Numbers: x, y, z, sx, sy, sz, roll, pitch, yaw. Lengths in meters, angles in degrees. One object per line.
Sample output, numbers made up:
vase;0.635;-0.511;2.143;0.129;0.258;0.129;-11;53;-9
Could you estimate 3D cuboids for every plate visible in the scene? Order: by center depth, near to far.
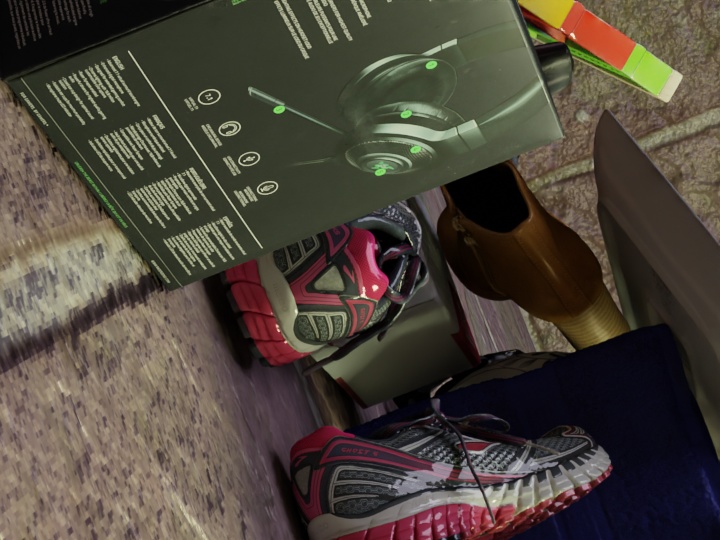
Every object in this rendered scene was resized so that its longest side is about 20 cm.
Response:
plate;0.187;0.036;1.219;0.200;0.032;0.200;59;-7;43

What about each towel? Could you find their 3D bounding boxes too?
towel;0.099;0.127;1.183;0.050;0.200;0.148;94;-22;-77

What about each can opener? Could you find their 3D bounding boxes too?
can opener;0.083;-0.083;1.347;0.200;0.078;0.064;112;-31;-73

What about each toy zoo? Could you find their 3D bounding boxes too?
toy zoo;0.086;-0.165;1.280;0.200;0.020;0.131;27;5;-42

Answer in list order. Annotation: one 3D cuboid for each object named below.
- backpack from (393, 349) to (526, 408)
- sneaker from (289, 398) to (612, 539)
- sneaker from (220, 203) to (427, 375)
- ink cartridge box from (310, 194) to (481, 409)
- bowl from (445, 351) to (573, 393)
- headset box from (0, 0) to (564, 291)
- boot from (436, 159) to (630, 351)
backpack;0.108;0.121;1.521;0.200;0.166;0.127;-76;164;-83
sneaker;0.050;0.099;1.079;0.200;0.081;0.075;-7;68;-48
sneaker;0.000;0.000;1.101;0.081;0.075;0.200;68;18;-6
ink cartridge box;-0.007;-0.037;1.300;0.146;0.083;0.200;51;18;-67
bowl;0.085;0.123;1.272;0.094;0.201;0.201;31;31;-36
headset box;-0.026;-0.100;0.877;0.174;0.200;0.093;57;15;-57
boot;0.077;-0.035;1.287;0.144;0.071;0.201;51;-4;-38
